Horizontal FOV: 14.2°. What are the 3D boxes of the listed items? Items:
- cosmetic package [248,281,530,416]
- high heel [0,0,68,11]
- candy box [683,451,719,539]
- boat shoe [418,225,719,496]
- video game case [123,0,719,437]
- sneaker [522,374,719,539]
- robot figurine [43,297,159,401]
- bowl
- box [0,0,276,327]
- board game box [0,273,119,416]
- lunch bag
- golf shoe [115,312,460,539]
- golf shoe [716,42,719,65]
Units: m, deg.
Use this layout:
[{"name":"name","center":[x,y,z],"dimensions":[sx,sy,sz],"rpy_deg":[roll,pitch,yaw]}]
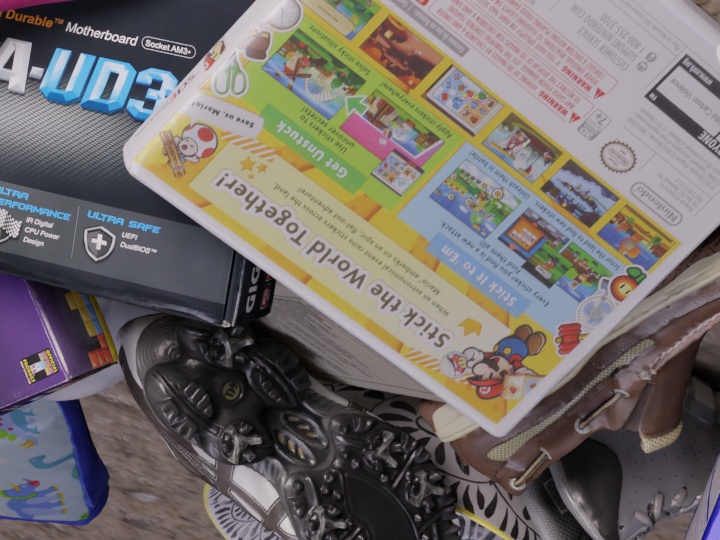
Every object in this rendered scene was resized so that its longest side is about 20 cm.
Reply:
[{"name":"cosmetic package","center":[0.000,0.000,1.240],"dimensions":[0.105,0.071,0.200],"rpy_deg":[36,165,-28]},{"name":"high heel","center":[-0.133,-0.133,1.069],"dimensions":[0.199,0.068,0.096],"rpy_deg":[-16,173,24]},{"name":"candy box","center":[0.231,0.112,1.221],"dimensions":[0.168,0.077,0.201],"rpy_deg":[20,125,5]},{"name":"boat shoe","center":[0.116,0.038,1.227],"dimensions":[0.075,0.075,0.202],"rpy_deg":[52,135,-6]},{"name":"video game case","center":[0.043,-0.051,1.086],"dimensions":[0.200,0.023,0.182],"rpy_deg":[36,108,-27]},{"name":"sneaker","center":[0.147,0.111,1.336],"dimensions":[0.199,0.116,0.075],"rpy_deg":[27,154,-9]},{"name":"robot figurine","center":[-0.165,-0.014,1.350],"dimensions":[0.200,0.113,0.170],"rpy_deg":[35,-167,-23]},{"name":"bowl","center":[0.030,0.107,1.449],"dimensions":[0.200,0.094,0.201],"rpy_deg":[18,153,10]},{"name":"box","center":[-0.119,-0.076,1.151],"dimensions":[0.199,0.160,0.046],"rpy_deg":[14,-170,18]},{"name":"board game box","center":[-0.218,-0.019,1.249],"dimensions":[0.165,0.057,0.201],"rpy_deg":[-24,89,24]},{"name":"lunch bag","center":[-0.227,0.049,1.507],"dimensions":[0.199,0.128,0.170],"rpy_deg":[25,156,17]},{"name":"golf shoe","center":[-0.033,0.081,1.314],"dimensions":[0.200,0.078,0.094],"rpy_deg":[48,165,-28]},{"name":"golf shoe","center":[0.161,-0.065,0.971],"dimensions":[0.097,0.078,0.200],"rpy_deg":[19,154,20]}]
